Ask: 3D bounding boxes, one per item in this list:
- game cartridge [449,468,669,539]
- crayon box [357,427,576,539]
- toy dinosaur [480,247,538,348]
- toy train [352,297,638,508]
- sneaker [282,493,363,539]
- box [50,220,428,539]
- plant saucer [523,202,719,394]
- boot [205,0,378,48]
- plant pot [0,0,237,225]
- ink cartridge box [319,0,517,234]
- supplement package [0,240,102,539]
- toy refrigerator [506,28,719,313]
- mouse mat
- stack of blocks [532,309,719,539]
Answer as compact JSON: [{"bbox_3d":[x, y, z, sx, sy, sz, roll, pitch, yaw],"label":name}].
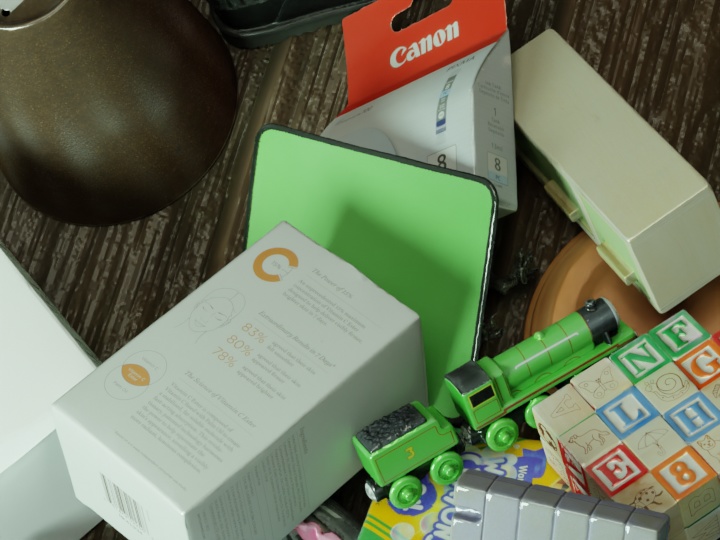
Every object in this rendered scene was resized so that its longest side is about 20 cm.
[{"bbox_3d":[0.110,0.222,1.350,0.129,0.038,0.201,10,111,15],"label":"game cartridge"},{"bbox_3d":[0.105,0.167,1.428,0.199,0.052,0.126,8,47,17],"label":"crayon box"},{"bbox_3d":[0.062,0.017,1.532,0.088,0.047,0.201,3,68,34],"label":"toy dinosaur"},{"bbox_3d":[0.085,0.078,1.431,0.199,0.057,0.042,-30,32,-12],"label":"toy train"},{"bbox_3d":[-0.052,0.113,1.508,0.095,0.079,0.200,-41,64,-19],"label":"sneaker"},{"bbox_3d":[-0.071,0.084,1.429,0.124,0.098,0.200,35,61,31],"label":"box"},{"bbox_3d":[0.201,0.041,1.491,0.199,0.037,0.201,-6,65,12],"label":"plant saucer"},{"bbox_3d":[-0.031,-0.238,1.605,0.210,0.158,0.080,-25,63,2],"label":"boot"},{"bbox_3d":[-0.201,-0.157,1.589,0.186,0.200,0.188,-6,65,12],"label":"plant pot"},{"bbox_3d":[0.030,-0.112,1.549,0.160,0.047,0.201,-22,61,42],"label":"ink cartridge box"},{"bbox_3d":[-0.267,0.092,1.522,0.191,0.147,0.200,-40,63,-6],"label":"supplement package"},{"bbox_3d":[0.155,-0.065,1.495,0.070,0.076,0.200,-34,45,-4],"label":"toy refrigerator"},{"bbox_3d":[0.000,0.000,1.505,0.199,0.008,0.162,17,106,36],"label":"mouse mat"},{"bbox_3d":[0.219,0.081,1.395,0.200,0.059,0.115,-32,48,-10],"label":"stack of blocks"}]
